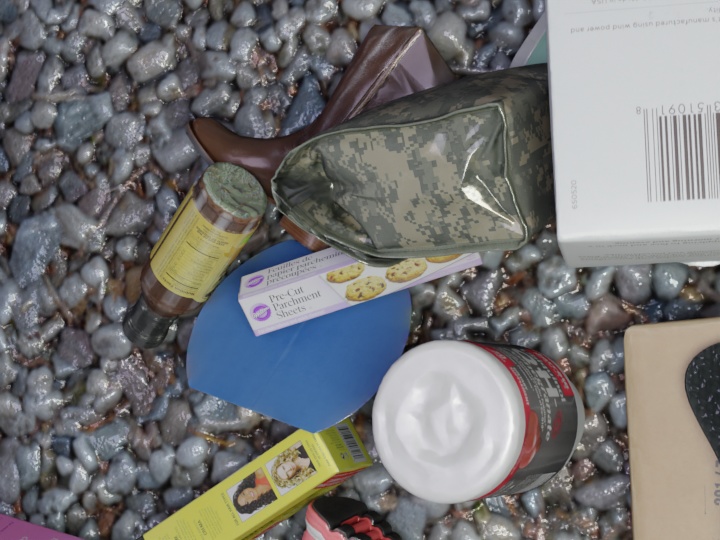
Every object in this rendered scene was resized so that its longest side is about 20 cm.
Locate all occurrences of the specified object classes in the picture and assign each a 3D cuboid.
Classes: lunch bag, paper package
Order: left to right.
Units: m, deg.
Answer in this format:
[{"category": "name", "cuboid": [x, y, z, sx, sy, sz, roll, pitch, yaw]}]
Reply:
[{"category": "lunch bag", "cuboid": [0.053, -0.076, 1.085, 0.199, 0.164, 0.119, -5, 105, 29]}, {"category": "paper package", "cuboid": [0.287, 0.133, 1.034, 0.189, 0.103, 0.202, -6, 82, 24]}]

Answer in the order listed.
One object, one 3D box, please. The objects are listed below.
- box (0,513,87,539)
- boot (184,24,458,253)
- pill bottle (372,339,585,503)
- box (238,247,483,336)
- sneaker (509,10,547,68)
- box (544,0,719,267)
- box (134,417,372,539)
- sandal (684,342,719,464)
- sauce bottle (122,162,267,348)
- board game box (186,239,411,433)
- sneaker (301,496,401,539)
[{"category": "box", "cuboid": [-0.266, 0.319, 1.250, 0.198, 0.097, 0.177, 10, 120, 26]}, {"category": "boot", "cuboid": [-0.031, -0.141, 1.237, 0.186, 0.064, 0.201, 39, 103, 15]}, {"category": "pill bottle", "cuboid": [0.096, 0.109, 1.074, 0.110, 0.200, 0.112, -2, 85, 25]}, {"category": "box", "cuboid": [0.000, 0.000, 1.190, 0.198, 0.039, 0.042, -17, 120, 10]}, {"category": "sneaker", "cuboid": [0.205, -0.193, 1.118, 0.118, 0.073, 0.201, 39, 112, 30]}, {"category": "box", "cuboid": [0.225, -0.111, 0.969, 0.197, 0.131, 0.202, -3, 82, 10]}, {"category": "box", "cuboid": [-0.090, 0.193, 1.229, 0.199, 0.075, 0.050, -35, 75, 18]}, {"category": "sandal", "cuboid": [0.273, 0.142, 0.964, 0.075, 0.048, 0.202, -23, 64, 22]}, {"category": "sauce bottle", "cuboid": [-0.147, -0.007, 1.250, 0.065, 0.064, 0.200, 57, 134, 19]}, {"category": "board game box", "cuboid": [-0.045, 0.060, 1.225, 0.199, 0.039, 0.159, 16, 63, 32]}, {"category": "sneaker", "cuboid": [0.028, 0.266, 1.177, 0.200, 0.074, 0.087, 35, 114, 28]}]
